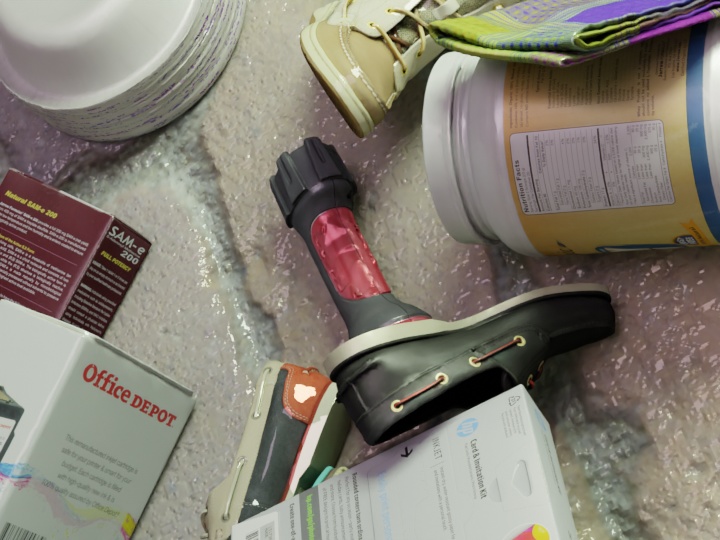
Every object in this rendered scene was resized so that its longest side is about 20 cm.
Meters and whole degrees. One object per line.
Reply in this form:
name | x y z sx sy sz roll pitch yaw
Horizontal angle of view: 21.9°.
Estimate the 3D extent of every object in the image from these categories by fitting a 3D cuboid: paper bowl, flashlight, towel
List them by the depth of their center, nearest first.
towel | 0.155 -0.159 1.090 0.199 0.023 0.143 -21 20 -26
flashlight | 0.000 0.000 1.223 0.068 0.068 0.201 -33 60 12
paper bowl | -0.192 -0.206 1.378 0.200 0.104 0.202 -10 65 22

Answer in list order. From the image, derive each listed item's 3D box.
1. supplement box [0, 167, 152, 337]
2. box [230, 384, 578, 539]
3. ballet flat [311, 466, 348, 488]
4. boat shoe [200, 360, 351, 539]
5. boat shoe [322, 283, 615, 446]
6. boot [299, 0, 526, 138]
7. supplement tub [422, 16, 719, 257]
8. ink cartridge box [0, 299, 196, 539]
supplement box | -0.247 0.040 1.332 0.109 0.061 0.201 24 83 30
box | 0.022 0.164 1.034 0.199 0.041 0.156 -29 32 13
ballet flat | -0.035 0.211 1.140 0.072 0.072 0.201 11 49 29
boat shoe | -0.068 0.153 1.191 0.062 0.071 0.201 18 74 18
boat shoe | 0.075 0.056 1.120 0.063 0.201 0.074 64 147 19
boot | 0.043 -0.166 1.220 0.154 0.072 0.200 -27 19 11
supplement tub | 0.152 -0.083 1.137 0.199 0.145 0.145 -4 69 25
ink cartridge box | -0.213 0.140 1.226 0.083 0.146 0.201 20 79 33
